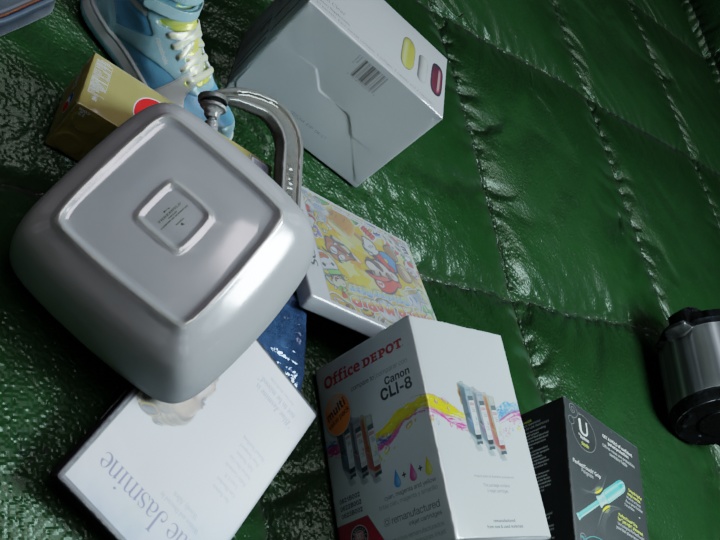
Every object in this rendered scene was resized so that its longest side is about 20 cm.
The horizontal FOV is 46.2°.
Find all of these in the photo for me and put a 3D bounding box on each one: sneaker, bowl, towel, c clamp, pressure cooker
[{"bbox_3d":[-0.170,-0.222,0.814,0.201,0.130,0.080,49,37,-13],"label":"sneaker"},{"bbox_3d":[-0.145,-0.028,0.651,0.199,0.075,0.201,40,62,1],"label":"bowl"},{"bbox_3d":[-0.131,0.048,0.743,0.198,0.048,0.114,27,48,-35],"label":"towel"},{"bbox_3d":[-0.116,-0.081,0.754,0.169,0.027,0.204,22,64,-36],"label":"c clamp"},{"bbox_3d":[0.568,0.157,1.356,0.178,0.174,0.203,76,15,-50],"label":"pressure cooker"}]

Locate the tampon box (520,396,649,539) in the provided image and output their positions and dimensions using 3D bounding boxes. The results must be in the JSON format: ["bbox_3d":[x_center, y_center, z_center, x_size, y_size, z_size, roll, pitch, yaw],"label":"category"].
[{"bbox_3d":[0.223,0.274,0.925,0.149,0.125,0.203,34,43,-28],"label":"tampon box"}]

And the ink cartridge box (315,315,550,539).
[{"bbox_3d":[0.063,0.169,0.800,0.143,0.144,0.204,15,54,-41],"label":"ink cartridge box"}]

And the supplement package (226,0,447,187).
[{"bbox_3d":[-0.022,-0.225,0.962,0.199,0.155,0.112,34,43,-27],"label":"supplement package"}]

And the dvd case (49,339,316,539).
[{"bbox_3d":[-0.129,0.136,0.669,0.144,0.017,0.201,53,49,-18],"label":"dvd case"}]

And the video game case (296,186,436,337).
[{"bbox_3d":[0.000,0.000,0.903,0.198,0.023,0.184,27,32,-36],"label":"video game case"}]

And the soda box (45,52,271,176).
[{"bbox_3d":[-0.180,-0.106,0.776,0.198,0.067,0.065,31,46,-31],"label":"soda box"}]

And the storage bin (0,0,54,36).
[{"bbox_3d":[-0.330,-0.322,0.700,0.201,0.133,0.146,49,38,-10],"label":"storage bin"}]
